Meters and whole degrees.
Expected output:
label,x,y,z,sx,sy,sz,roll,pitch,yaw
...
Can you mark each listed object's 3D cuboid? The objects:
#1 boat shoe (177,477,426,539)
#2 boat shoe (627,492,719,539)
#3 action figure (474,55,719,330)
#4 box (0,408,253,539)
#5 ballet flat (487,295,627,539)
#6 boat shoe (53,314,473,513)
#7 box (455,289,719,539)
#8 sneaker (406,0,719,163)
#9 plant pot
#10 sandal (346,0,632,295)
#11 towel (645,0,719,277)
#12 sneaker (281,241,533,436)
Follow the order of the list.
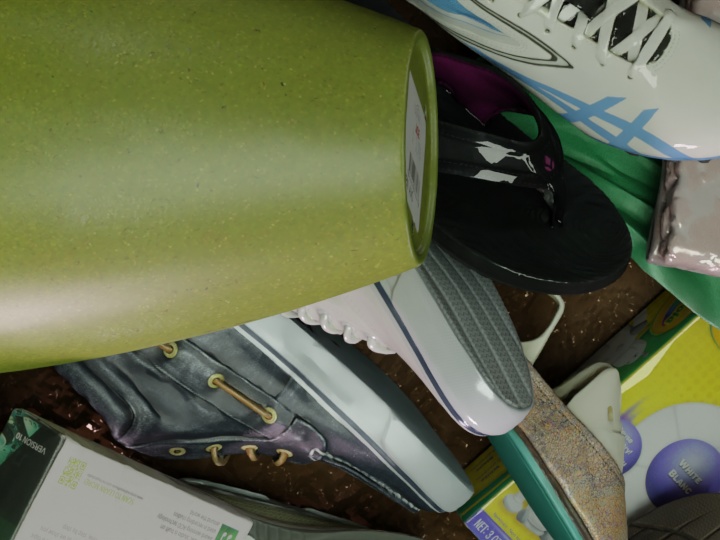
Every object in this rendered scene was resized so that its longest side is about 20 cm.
label,x,y,z,sx,sy,sz,roll,pitch,yaw
boat shoe,-0.058,0.133,1.273,0.201,0.065,0.075,7,90,-13
boat shoe,0.118,0.183,1.277,0.072,0.076,0.200,36,108,-24
action figure,0.107,-0.043,1.236,0.199,0.055,0.118,22,59,-7
box,-0.138,0.169,1.164,0.144,0.036,0.201,33,83,-54
ballet flat,0.073,0.046,1.240,0.067,0.068,0.200,-37,88,-8
boat shoe,-0.047,0.061,1.250,0.200,0.071,0.091,41,98,-14
box,0.152,0.080,1.307,0.200,0.048,0.117,-43,112,3
sneaker,0.084,-0.109,1.171,0.200,0.072,0.072,32,83,12
plant pot,-0.073,-0.048,1.111,0.199,0.187,0.188,1,109,9
sandal,0.032,-0.064,1.168,0.200,0.048,0.075,41,54,12
towel,0.224,-0.075,1.231,0.190,0.032,0.201,13,75,-14
sneaker,0.000,0.000,1.196,0.071,0.200,0.073,-45,152,20
